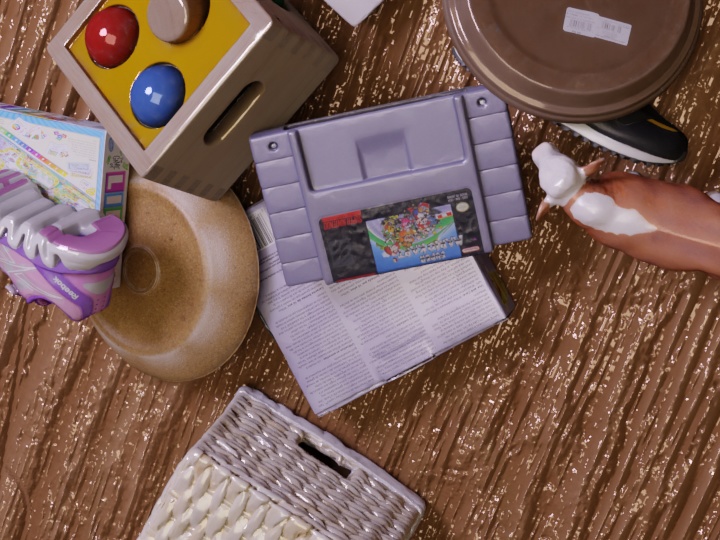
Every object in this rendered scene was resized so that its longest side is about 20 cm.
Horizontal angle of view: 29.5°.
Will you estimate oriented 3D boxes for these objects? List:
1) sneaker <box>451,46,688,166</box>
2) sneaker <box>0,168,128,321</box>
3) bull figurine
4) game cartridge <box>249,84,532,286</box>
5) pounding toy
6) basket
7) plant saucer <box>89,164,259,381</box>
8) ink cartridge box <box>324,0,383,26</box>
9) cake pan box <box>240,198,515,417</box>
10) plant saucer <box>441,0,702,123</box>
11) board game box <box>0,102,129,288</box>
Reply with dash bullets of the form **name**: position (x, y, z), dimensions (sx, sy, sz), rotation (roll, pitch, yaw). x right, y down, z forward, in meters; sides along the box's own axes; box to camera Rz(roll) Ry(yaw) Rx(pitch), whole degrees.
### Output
- **sneaker**: position (0.172, -0.156, 1.050), dimensions (0.199, 0.070, 0.090), rotation (30, 109, 9)
- **sneaker**: position (-0.271, -0.018, 1.110), dimensions (0.200, 0.080, 0.089), rotation (24, 127, 30)
- **bull figurine**: position (0.220, -0.042, 1.033), dimensions (0.199, 0.121, 0.065), rotation (23, 105, 9)
- **game cartridge**: position (0.025, -0.063, 1.058), dimensions (0.199, 0.038, 0.130), rotation (-11, 104, 7)
- **pounding toy**: position (-0.137, -0.198, 1.061), dimensions (0.200, 0.142, 0.184), rotation (-47, 63, 15)
- **basket**: position (-0.085, 0.243, 1.145), dimensions (0.198, 0.161, 0.201), rotation (32, 108, 5)
- **plant saucer**: position (-0.175, -0.002, 1.155), dimensions (0.199, 0.035, 0.201), rotation (5, 100, 31)
- **ink cartridge box**: position (-0.018, -0.310, 1.040), dimensions (0.162, 0.057, 0.200), rotation (-42, 120, 18)
- **cake pan box**: position (0.000, 0.000, 1.135), dimensions (0.199, 0.052, 0.185), rotation (-30, 90, 17)
- **plant saucer**: position (0.160, -0.209, 1.020), dimensions (0.199, 0.029, 0.201), rotation (1, 79, -4)
- **board game box**: position (-0.287, -0.069, 1.172), dimensions (0.199, 0.034, 0.135), rotation (14, 104, 29)
